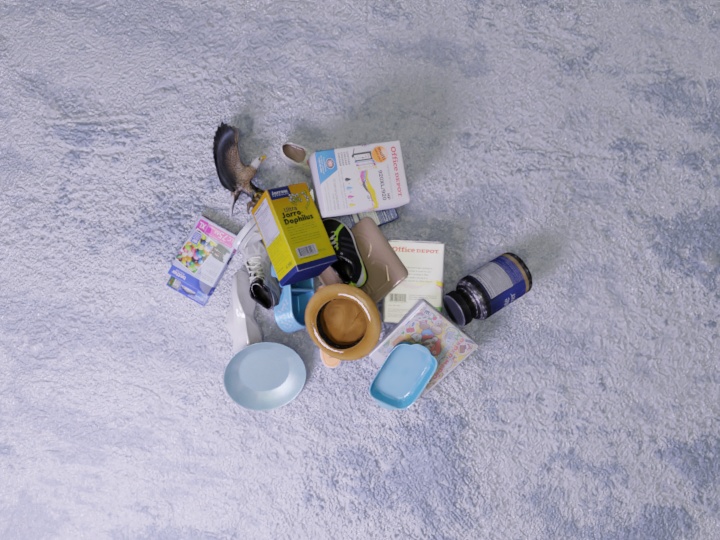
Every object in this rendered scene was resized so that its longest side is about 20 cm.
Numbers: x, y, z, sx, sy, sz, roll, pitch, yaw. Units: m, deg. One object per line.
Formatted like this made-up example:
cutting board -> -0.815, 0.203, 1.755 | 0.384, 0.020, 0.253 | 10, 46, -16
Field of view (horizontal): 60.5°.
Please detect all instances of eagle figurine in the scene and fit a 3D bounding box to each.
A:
eagle figurine -> -0.297, -0.248, 1.494 | 0.200, 0.151, 0.151 | 50, 47, -14

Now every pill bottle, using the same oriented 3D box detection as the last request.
pill bottle -> 0.300, 0.048, 1.471 | 0.199, 0.112, 0.112 | -29, 89, -16

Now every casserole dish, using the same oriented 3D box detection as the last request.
casserole dish -> 0.101, 0.248, 1.482 | 0.121, 0.039, 0.201 | 25, 113, -9

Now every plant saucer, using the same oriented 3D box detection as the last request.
plant saucer -> -0.234, 0.252, 1.510 | 0.200, 0.039, 0.202 | -5, 117, -11

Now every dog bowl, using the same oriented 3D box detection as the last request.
dog bowl -> -0.158, 0.049, 1.493 | 0.049, 0.111, 0.201 | -7, 85, 35

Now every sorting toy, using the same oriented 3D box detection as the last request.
sorting toy -> 0.000, 0.000, 1.493 | 0.200, 0.036, 0.186 | -41, 69, 21

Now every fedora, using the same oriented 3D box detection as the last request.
fedora -> -0.031, 0.111, 1.438 | 0.200, 0.082, 0.202 | 9, 114, 21

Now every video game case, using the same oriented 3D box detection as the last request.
video game case -> 0.151, 0.190, 1.485 | 0.182, 0.023, 0.200 | 38, 110, -14

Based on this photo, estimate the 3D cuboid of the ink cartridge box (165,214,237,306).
ink cartridge box -> -0.394, -0.023, 1.541 | 0.119, 0.042, 0.201 | 29, 91, 1

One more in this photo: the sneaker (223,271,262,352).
sneaker -> -0.305, 0.105, 1.528 | 0.088, 0.075, 0.201 | -14, 79, 31

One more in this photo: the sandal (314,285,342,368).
sandal -> -0.072, 0.139, 1.523 | 0.079, 0.059, 0.208 | -6, 89, 0

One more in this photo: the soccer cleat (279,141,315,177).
soccer cleat -> -0.110, -0.259, 1.515 | 0.199, 0.078, 0.070 | 24, 88, 4

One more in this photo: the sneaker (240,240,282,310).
sneaker -> -0.243, 0.003, 1.499 | 0.075, 0.115, 0.201 | -24, 89, 2

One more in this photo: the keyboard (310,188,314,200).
keyboard -> -0.082, -0.209, 1.555 | 0.056, 0.011, 0.200 | 42, 90, 6

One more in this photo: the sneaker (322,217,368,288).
sneaker -> -0.046, -0.046, 1.453 | 0.072, 0.083, 0.201 | -39, 70, 22

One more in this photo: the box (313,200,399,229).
box -> -0.018, -0.148, 1.536 | 0.199, 0.032, 0.122 | -21, 93, -2

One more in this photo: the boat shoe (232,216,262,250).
boat shoe -> -0.216, -0.104, 1.505 | 0.086, 0.075, 0.202 | 42, 65, 3

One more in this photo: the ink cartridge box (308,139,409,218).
ink cartridge box -> -0.006, -0.209, 1.434 | 0.199, 0.145, 0.148 | -10, 93, -11

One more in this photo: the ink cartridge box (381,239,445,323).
ink cartridge box -> 0.128, 0.029, 1.510 | 0.144, 0.084, 0.201 | 3, 90, 1

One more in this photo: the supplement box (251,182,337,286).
supplement box -> -0.154, -0.083, 1.418 | 0.109, 0.109, 0.201 | -17, 79, -33
